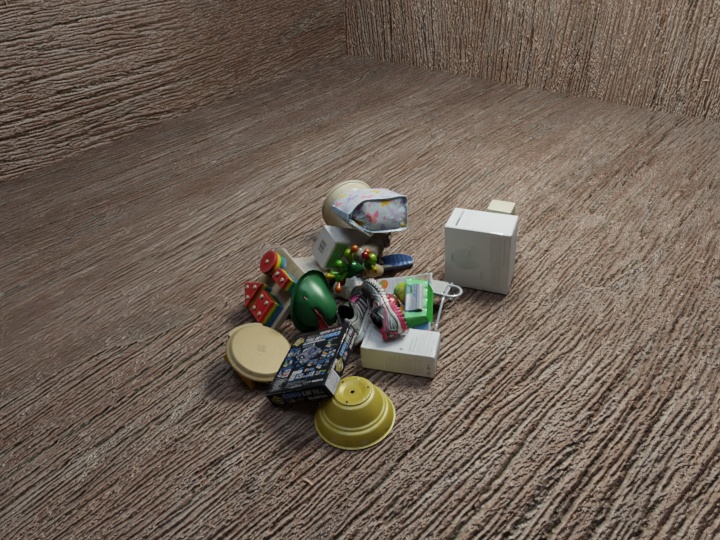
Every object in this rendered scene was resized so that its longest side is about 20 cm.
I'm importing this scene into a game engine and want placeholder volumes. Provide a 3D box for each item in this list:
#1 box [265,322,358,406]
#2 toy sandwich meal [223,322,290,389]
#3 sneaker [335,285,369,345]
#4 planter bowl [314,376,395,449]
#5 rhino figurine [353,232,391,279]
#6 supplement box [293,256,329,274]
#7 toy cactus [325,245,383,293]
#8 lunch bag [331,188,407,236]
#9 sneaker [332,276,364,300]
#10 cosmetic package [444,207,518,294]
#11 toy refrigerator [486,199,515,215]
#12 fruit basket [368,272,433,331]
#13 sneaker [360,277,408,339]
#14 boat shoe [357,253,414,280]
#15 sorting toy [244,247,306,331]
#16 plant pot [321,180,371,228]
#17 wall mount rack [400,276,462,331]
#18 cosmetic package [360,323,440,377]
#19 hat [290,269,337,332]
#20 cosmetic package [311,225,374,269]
[{"bbox_3d":[-0.118,0.231,1.491,0.196,0.050,0.201,-18,31,34],"label":"box"},{"bbox_3d":[-0.271,0.224,1.593,0.199,0.071,0.208,15,38,-12],"label":"toy sandwich meal"},{"bbox_3d":[-0.021,0.104,1.649,0.073,0.087,0.203,-28,33,30],"label":"sneaker"},{"bbox_3d":[-0.017,0.311,1.419,0.194,0.085,0.203,-4,34,3],"label":"planter bowl"},{"bbox_3d":[0.043,-0.063,1.826,0.059,0.090,0.200,11,37,35],"label":"rhino figurine"},{"bbox_3d":[-0.157,0.042,1.842,0.122,0.075,0.202,-3,34,4],"label":"supplement box"},{"bbox_3d":[0.000,0.000,1.696,0.162,0.199,0.105,7,59,-39],"label":"toy cactus"},{"bbox_3d":[0.023,-0.175,1.822,0.194,0.131,0.169,-5,16,-21],"label":"lunch bag"},{"bbox_3d":[-0.002,0.077,1.773,0.195,0.077,0.092,11,41,25],"label":"sneaker"},{"bbox_3d":[0.359,-0.059,1.804,0.195,0.204,0.123,11,36,23],"label":"cosmetic package"},{"bbox_3d":[0.427,-0.106,1.863,0.074,0.205,0.070,12,37,24],"label":"toy refrigerator"},{"bbox_3d":[0.101,0.097,1.665,0.194,0.094,0.190,-3,61,17],"label":"fruit basket"},{"bbox_3d":[0.047,0.095,1.594,0.073,0.082,0.201,-29,44,-9],"label":"sneaker"},{"bbox_3d":[0.072,0.002,1.870,0.194,0.074,0.073,-10,31,4],"label":"boat shoe"},{"bbox_3d":[-0.259,0.050,1.745,0.202,0.069,0.198,-55,41,6],"label":"sorting toy"},{"bbox_3d":[-0.012,-0.167,2.049,0.195,0.204,0.185,-16,46,-16],"label":"plant pot"},{"bbox_3d":[0.188,0.086,1.737,0.195,0.076,0.174,11,33,23],"label":"wall mount rack"},{"bbox_3d":[0.104,0.205,1.568,0.194,0.076,0.102,6,35,14],"label":"cosmetic package"},{"bbox_3d":[-0.076,0.114,1.639,0.173,0.206,0.164,14,31,37],"label":"hat"},{"bbox_3d":[-0.042,-0.068,1.879,0.196,0.109,0.085,2,38,-41],"label":"cosmetic package"}]
